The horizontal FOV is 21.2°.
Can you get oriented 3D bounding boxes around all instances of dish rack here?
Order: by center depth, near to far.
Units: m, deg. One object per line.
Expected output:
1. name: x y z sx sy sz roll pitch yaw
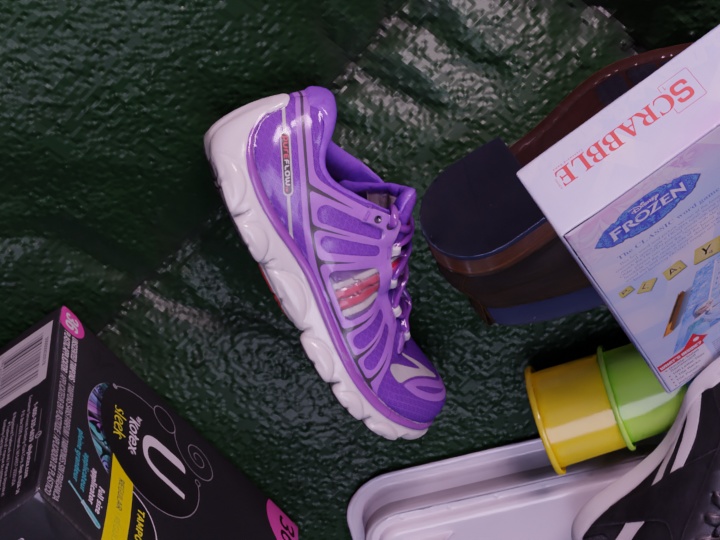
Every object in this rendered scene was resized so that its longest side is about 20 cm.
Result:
1. dish rack: 0.103 0.172 1.080 0.199 0.044 0.172 -13 124 5

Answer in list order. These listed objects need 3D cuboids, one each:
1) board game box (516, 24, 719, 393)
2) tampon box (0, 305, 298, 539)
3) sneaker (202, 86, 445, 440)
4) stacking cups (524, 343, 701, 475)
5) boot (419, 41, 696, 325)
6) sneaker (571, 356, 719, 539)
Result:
1. board game box: 0.187 -0.047 0.865 0.200 0.041 0.200 -36 149 4
2. tampon box: -0.135 0.152 0.981 0.126 0.150 0.200 -34 121 18
3. sneaker: 0.000 0.000 0.935 0.083 0.081 0.200 -26 122 5
4. stacking cups: 0.188 0.049 0.990 0.199 0.061 0.061 -18 124 8
5. boot: 0.126 -0.042 0.938 0.199 0.075 0.097 -24 149 -1
6. sneaker: 0.186 0.124 0.945 0.073 0.112 0.200 13 132 -27
